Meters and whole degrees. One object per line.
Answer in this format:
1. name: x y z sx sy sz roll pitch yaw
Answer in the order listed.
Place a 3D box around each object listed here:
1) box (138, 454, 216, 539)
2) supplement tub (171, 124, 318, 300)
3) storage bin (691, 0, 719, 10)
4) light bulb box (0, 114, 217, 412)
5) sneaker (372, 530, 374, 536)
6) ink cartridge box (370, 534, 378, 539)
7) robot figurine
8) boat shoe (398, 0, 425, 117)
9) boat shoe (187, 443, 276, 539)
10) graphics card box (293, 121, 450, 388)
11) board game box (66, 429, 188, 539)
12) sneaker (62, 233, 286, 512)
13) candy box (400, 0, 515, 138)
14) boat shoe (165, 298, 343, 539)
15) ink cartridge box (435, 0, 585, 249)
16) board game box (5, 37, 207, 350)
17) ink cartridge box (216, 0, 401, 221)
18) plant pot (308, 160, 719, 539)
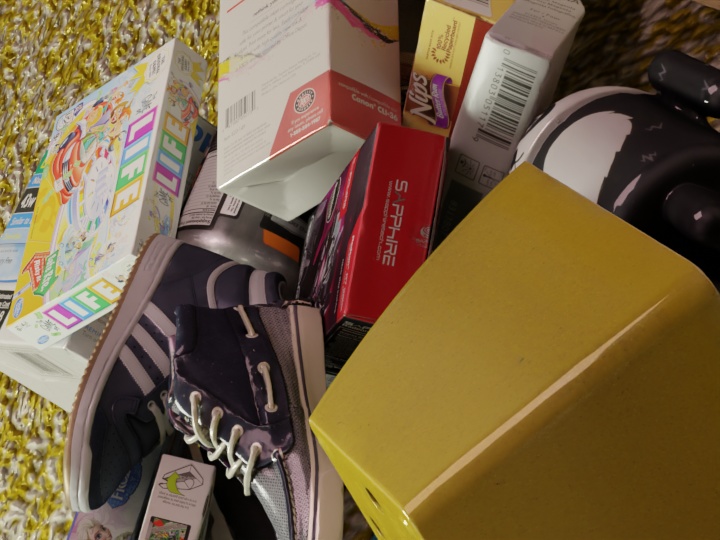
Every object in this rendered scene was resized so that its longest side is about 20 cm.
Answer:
1. box: -0.125 0.210 1.598 0.200 0.035 0.110 103 -179 -56
2. supplement tub: -0.060 -0.039 1.785 0.122 0.122 0.200 -9 52 51
3. storage bin: 0.238 -0.262 1.539 0.198 0.094 0.200 22 75 26
4. light bulb box: -0.173 -0.003 1.909 0.198 0.125 0.200 0 61 55
5. sneaker: 0.032 0.114 1.563 0.079 0.075 0.200 -46 21 35
6. ink cartridge box: 0.007 0.261 1.416 0.200 0.086 0.146 -54 29 3
7. robot figurine: 0.161 -0.032 1.455 0.150 0.125 0.200 -34 29 -7
8. boat shoe: 0.020 -0.123 1.725 0.074 0.075 0.200 101 176 -68
9. boat shoe: -0.073 0.164 1.657 0.060 0.074 0.200 -9 19 -10
10. graphics card box: 0.000 0.000 1.586 0.200 0.051 0.126 129 152 -70
11. board game box: -0.151 0.157 1.683 0.200 0.041 0.200 100 -173 -60
12. sneaker: -0.107 0.068 1.576 0.070 0.108 0.200 92 -166 -54
13. candy box: 0.095 -0.184 1.677 0.117 0.056 0.200 101 -166 -48
14. boat shoe: -0.065 0.102 1.488 0.075 0.093 0.200 106 162 -46
15. ink cartridge box: 0.105 -0.108 1.606 0.200 0.057 0.163 -44 -23 -55
16. board game box: -0.176 -0.054 1.806 0.134 0.034 0.200 -29 39 36
17. ink cartridge box: -0.034 -0.149 1.701 0.116 0.067 0.200 -28 51 41
18. plant pot: 0.094 0.096 1.296 0.176 0.200 0.200 -34 28 -9
